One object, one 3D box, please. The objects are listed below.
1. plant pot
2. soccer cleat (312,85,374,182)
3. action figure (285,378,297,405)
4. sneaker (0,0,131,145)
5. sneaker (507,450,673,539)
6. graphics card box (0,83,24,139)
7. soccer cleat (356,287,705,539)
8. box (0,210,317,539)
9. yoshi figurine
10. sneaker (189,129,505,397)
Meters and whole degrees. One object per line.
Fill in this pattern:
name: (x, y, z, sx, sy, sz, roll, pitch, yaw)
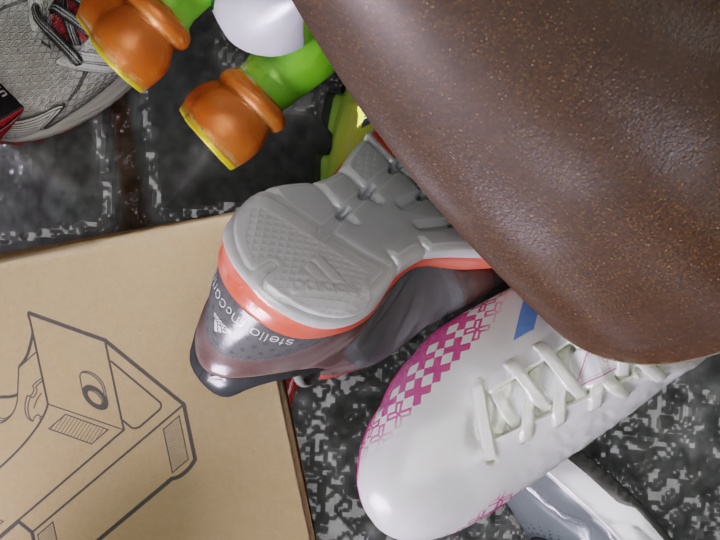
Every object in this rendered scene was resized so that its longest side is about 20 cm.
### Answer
plant pot: (0.064, -0.092, 0.764, 0.200, 0.187, 0.187, 32, 88, -39)
soccer cleat: (0.048, -0.098, 0.938, 0.083, 0.065, 0.201, 27, 87, 10)
action figure: (-0.074, 0.095, 0.944, 0.065, 0.052, 0.201, 31, 94, 4)
sneaker: (-0.096, -0.134, 0.929, 0.078, 0.082, 0.200, 45, 89, -1)
sneaker: (0.087, 0.164, 0.934, 0.121, 0.084, 0.200, -41, 92, -11)
graphics card box: (-0.247, -0.090, 0.916, 0.200, 0.051, 0.125, 45, 119, -1)
soccer cleat: (0.083, 0.031, 0.872, 0.200, 0.086, 0.070, -40, 103, -14)
box: (-0.125, 0.071, 0.905, 0.199, 0.021, 0.164, -10, 100, 8)
yoshi figurine: (-0.014, -0.143, 0.871, 0.200, 0.112, 0.112, -46, 64, 6)
sneaker: (0.000, 0.000, 0.880, 0.077, 0.200, 0.082, 49, 125, 20)
